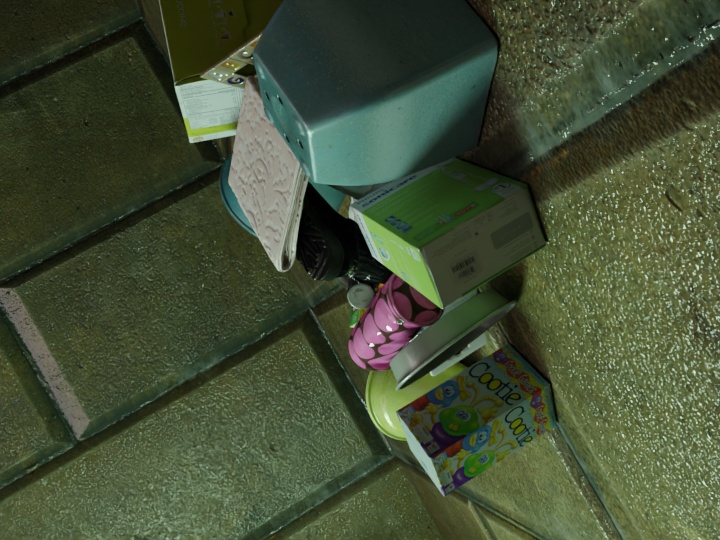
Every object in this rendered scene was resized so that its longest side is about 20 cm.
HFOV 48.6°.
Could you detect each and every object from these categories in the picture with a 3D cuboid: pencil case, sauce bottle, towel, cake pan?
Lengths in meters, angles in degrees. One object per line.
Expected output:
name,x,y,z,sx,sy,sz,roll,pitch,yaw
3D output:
pencil case,0.052,0.070,1.090,0.094,0.091,0.200,19,153,-7
sauce bottle,0.000,0.000,1.210,0.200,0.066,0.066,-94,-22,-72
towel,-0.121,-0.131,1.065,0.200,0.032,0.191,58,143,39
cake pan,0.119,0.089,1.068,0.037,0.200,0.200,54,168,12

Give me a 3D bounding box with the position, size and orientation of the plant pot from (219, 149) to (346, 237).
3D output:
plant pot,-0.096,-0.171,1.221,0.200,0.200,0.188,57,144,14

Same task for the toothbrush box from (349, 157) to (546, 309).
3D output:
toothbrush box,0.098,-0.055,0.948,0.200,0.146,0.086,39,156,60

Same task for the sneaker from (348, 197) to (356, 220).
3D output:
sneaker,0.022,-0.112,1.315,0.086,0.080,0.200,38,157,59

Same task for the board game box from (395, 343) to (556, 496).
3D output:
board game box,0.170,0.216,1.166,0.105,0.200,0.103,49,164,47

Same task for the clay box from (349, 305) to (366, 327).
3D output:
clay box,0.088,0.084,1.356,0.115,0.200,0.048,138,139,-78

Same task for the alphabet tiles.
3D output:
alphabet tiles,-0.095,-0.288,1.095,0.200,0.167,0.008,-18,75,42

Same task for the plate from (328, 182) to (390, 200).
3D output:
plate,-0.030,-0.185,1.044,0.199,0.032,0.200,25,132,9

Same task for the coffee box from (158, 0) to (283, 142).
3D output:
coffee box,-0.196,-0.344,1.245,0.198,0.200,0.200,105,152,-74

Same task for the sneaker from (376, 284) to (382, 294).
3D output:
sneaker,0.032,0.022,1.338,0.073,0.077,0.200,44,172,-8

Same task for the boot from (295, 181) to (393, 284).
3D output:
boot,-0.026,-0.053,1.115,0.079,0.158,0.211,-59,46,33

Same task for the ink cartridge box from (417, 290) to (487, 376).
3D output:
ink cartridge box,0.117,0.054,1.213,0.067,0.116,0.200,46,162,47

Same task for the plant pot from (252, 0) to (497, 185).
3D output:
plant pot,0.000,-0.207,0.858,0.196,0.200,0.196,57,168,20

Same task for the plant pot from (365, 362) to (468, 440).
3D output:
plant pot,0.140,0.232,1.437,0.184,0.200,0.201,10,130,61
